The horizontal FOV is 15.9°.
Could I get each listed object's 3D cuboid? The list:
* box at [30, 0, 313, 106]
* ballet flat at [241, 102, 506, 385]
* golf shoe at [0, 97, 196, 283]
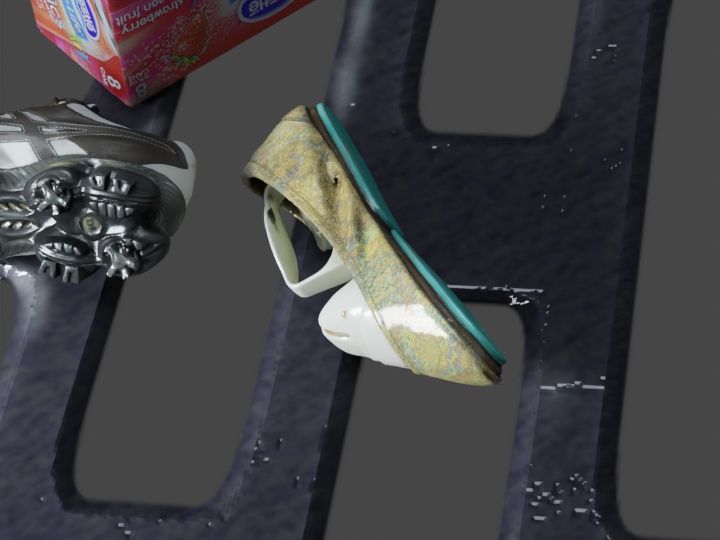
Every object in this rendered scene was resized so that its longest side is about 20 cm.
[{"bbox_3d":[-0.076,-0.189,1.370,0.200,0.100,0.095,-32,51,-22],"label":"box"},{"bbox_3d":[0.000,0.000,1.212,0.071,0.071,0.200,-22,48,-14],"label":"ballet flat"},{"bbox_3d":[-0.176,-0.045,1.277,0.200,0.078,0.095,12,32,15],"label":"golf shoe"}]
